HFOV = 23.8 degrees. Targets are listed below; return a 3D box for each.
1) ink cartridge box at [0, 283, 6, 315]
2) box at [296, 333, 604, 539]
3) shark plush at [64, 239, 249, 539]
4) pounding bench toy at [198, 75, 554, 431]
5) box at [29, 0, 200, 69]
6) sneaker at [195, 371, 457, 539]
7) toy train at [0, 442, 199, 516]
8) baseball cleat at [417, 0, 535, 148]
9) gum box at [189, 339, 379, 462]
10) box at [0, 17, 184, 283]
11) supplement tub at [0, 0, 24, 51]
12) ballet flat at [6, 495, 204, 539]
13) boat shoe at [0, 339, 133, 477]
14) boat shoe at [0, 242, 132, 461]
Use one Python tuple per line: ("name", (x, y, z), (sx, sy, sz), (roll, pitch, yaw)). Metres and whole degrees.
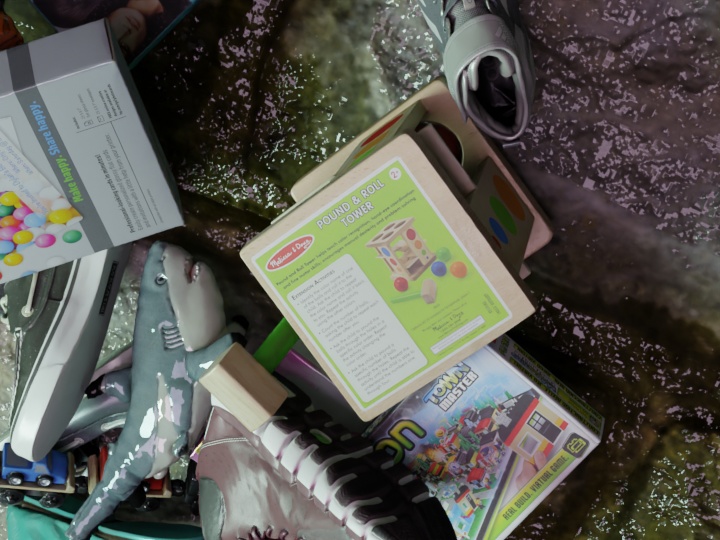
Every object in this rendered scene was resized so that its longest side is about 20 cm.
("ink cartridge box", (-0.336, -0.036, 1.158), (0.198, 0.086, 0.148), (-8, 110, 16))
("box", (0.049, 0.132, 1.080), (0.110, 0.035, 0.200), (39, 114, -4))
("shark plush", (-0.143, 0.085, 1.137), (0.083, 0.091, 0.201), (26, 107, -6))
("pounding bench toy", (0.000, 0.000, 1.038), (0.199, 0.156, 0.125), (-35, 100, 20))
("box", (-0.112, -0.210, 1.044), (0.200, 0.049, 0.082), (-40, 98, 25))
("sneaker", (-0.030, 0.157, 1.052), (0.200, 0.075, 0.116), (39, 117, 32))
("toy train", (-0.162, 0.142, 1.171), (0.197, 0.034, 0.046), (6, 134, -16))
("baseball cleat", (0.061, -0.168, 0.984), (0.069, 0.107, 0.202), (-23, 110, 8))
("gum box", (0.001, 0.132, 1.148), (0.199, 0.066, 0.114), (37, 116, -3))
("box", (-0.221, -0.058, 1.028), (0.198, 0.041, 0.157), (-17, 143, 0))
("supplement tub", (-0.301, -0.191, 1.040), (0.122, 0.122, 0.201), (-41, 82, 26))
("ballet flat", (-0.176, 0.202, 1.195), (0.198, 0.067, 0.071), (6, 93, 40))
("boat shoe", (-0.208, 0.121, 1.197), (0.199, 0.073, 0.062), (-35, 96, 20))
("boat shoe", (-0.201, 0.023, 1.124), (0.063, 0.071, 0.202), (16, 81, 8))
